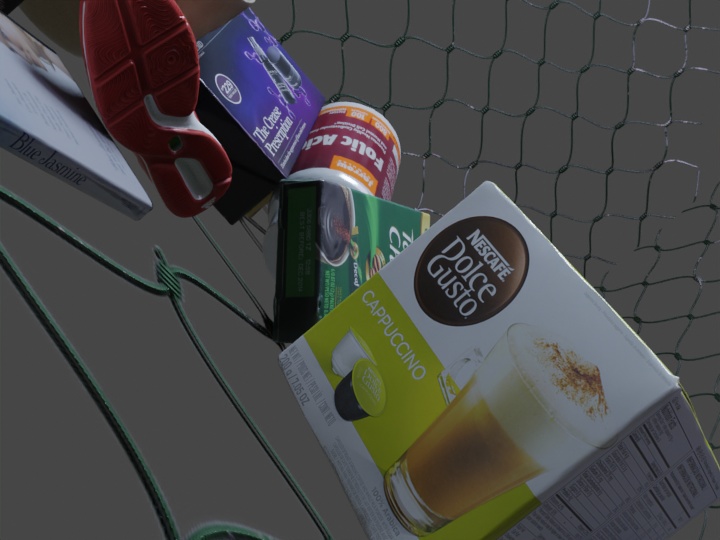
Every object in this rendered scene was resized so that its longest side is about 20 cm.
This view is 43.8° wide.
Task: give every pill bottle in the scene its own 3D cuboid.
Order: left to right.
[{"bbox_3d":[-0.027,-0.070,0.872,0.114,0.113,0.201,49,30,-24],"label":"pill bottle"}]

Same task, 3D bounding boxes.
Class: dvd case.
[{"bbox_3d":[-0.197,-0.110,0.479,0.143,0.017,0.200,55,6,20],"label":"dvd case"}]

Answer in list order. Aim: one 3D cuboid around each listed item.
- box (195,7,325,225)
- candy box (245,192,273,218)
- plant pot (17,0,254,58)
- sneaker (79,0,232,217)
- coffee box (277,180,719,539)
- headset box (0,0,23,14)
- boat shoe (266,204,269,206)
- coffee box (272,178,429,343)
[{"bbox_3d":[-0.118,-0.156,0.830,0.141,0.079,0.201,45,27,-17],"label":"box"},{"bbox_3d":[-0.158,-0.157,0.947,0.201,0.055,0.116,51,6,-11],"label":"candy box"},{"bbox_3d":[-0.197,-0.244,0.691,0.201,0.134,0.201,49,15,-18],"label":"plant pot"},{"bbox_3d":[-0.160,-0.131,0.608,0.115,0.078,0.201,42,-24,31],"label":"sneaker"},{"bbox_3d":[0.100,0.104,0.616,0.200,0.197,0.200,45,7,-49],"label":"coffee box"},{"bbox_3d":[-0.280,-0.270,0.532,0.201,0.077,0.149,55,6,14],"label":"headset box"},{"bbox_3d":[-0.105,-0.112,1.068,0.202,0.071,0.066,64,33,-13],"label":"boat shoe"},{"bbox_3d":[0.000,0.000,0.728,0.199,0.043,0.125,12,79,-62],"label":"coffee box"}]
